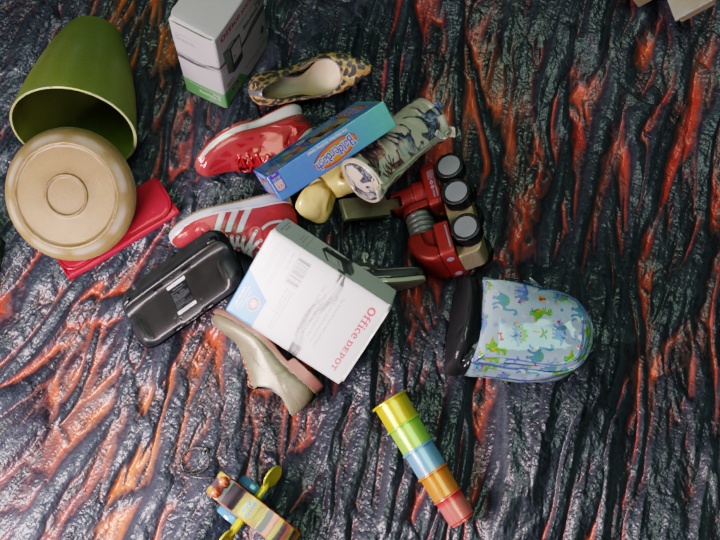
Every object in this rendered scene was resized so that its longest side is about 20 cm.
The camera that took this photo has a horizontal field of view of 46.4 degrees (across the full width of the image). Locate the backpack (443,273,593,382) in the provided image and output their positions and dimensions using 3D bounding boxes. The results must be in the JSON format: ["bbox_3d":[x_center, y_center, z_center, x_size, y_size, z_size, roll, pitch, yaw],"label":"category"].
[{"bbox_3d":[0.240,0.092,1.240,0.198,0.154,0.165,18,65,-10],"label":"backpack"}]

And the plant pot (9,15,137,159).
[{"bbox_3d":[-0.433,-0.295,1.322,0.185,0.188,0.202,1,58,-2],"label":"plant pot"}]

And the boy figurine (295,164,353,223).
[{"bbox_3d":[-0.022,-0.157,1.331,0.124,0.065,0.201,27,72,39],"label":"boy figurine"}]

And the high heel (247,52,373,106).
[{"bbox_3d":[-0.077,-0.300,1.341,0.198,0.143,0.072,-7,112,4],"label":"high heel"}]

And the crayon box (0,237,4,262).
[{"bbox_3d":[-0.653,0.001,1.267,0.198,0.052,0.127,3,72,-2],"label":"crayon box"}]

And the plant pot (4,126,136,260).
[{"bbox_3d":[-0.439,-0.113,1.261,0.198,0.027,0.202,0,98,-2],"label":"plant pot"}]

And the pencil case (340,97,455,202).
[{"bbox_3d":[0.056,-0.181,1.264,0.089,0.078,0.200,21,51,33],"label":"pencil case"}]

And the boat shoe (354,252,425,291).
[{"bbox_3d":[0.000,0.000,1.285,0.198,0.073,0.063,-3,75,1],"label":"boat shoe"}]

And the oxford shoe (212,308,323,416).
[{"bbox_3d":[-0.152,0.133,1.237,0.199,0.071,0.075,37,81,11],"label":"oxford shoe"}]

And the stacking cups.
[{"bbox_3d":[0.092,0.274,1.213,0.060,0.061,0.201,-28,80,-11],"label":"stacking cups"}]

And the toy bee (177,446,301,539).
[{"bbox_3d":[-0.174,0.321,1.154,0.198,0.109,0.132,15,74,2],"label":"toy bee"}]

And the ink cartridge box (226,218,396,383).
[{"bbox_3d":[-0.069,0.043,1.216,0.199,0.084,0.146,33,108,0],"label":"ink cartridge box"}]

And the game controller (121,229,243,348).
[{"bbox_3d":[-0.266,0.028,1.249,0.199,0.042,0.105,-34,77,11],"label":"game controller"}]

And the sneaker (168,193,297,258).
[{"bbox_3d":[-0.187,-0.043,1.291,0.198,0.071,0.113,-17,70,-10],"label":"sneaker"}]

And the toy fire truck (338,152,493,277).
[{"bbox_3d":[0.084,-0.075,1.295,0.198,0.129,0.178,-19,59,14],"label":"toy fire truck"}]

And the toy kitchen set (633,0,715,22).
[{"bbox_3d":[0.597,-0.494,1.472,0.199,0.180,0.165,-25,66,32],"label":"toy kitchen set"}]

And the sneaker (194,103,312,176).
[{"bbox_3d":[-0.155,-0.178,1.334,0.199,0.078,0.116,-31,74,-10],"label":"sneaker"}]

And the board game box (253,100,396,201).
[{"bbox_3d":[-0.057,-0.181,1.246,0.199,0.152,0.045,-34,107,-6],"label":"board game box"}]

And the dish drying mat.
[{"bbox_3d":[-0.387,-0.068,1.318,0.199,0.018,0.077,-34,76,-12],"label":"dish drying mat"}]

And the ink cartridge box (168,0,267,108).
[{"bbox_3d":[-0.220,-0.376,1.329,0.083,0.200,0.147,27,73,5],"label":"ink cartridge box"}]
